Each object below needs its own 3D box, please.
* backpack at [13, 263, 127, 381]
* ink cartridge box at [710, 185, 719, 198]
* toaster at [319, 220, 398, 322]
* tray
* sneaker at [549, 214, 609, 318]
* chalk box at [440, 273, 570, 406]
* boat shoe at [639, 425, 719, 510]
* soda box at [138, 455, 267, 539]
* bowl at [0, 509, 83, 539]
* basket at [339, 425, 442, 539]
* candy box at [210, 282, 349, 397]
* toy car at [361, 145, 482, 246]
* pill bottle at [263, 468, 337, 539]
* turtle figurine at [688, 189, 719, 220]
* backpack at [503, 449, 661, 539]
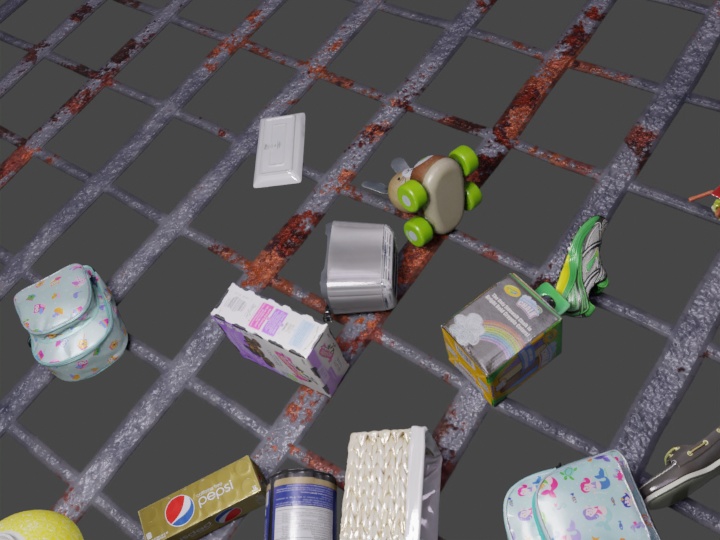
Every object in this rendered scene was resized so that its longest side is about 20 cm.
[{"bbox_3d":[-0.543,0.100,1.452,0.176,0.153,0.200,-28,62,-12],"label":"backpack"},{"bbox_3d":[0.711,-0.121,1.286,0.200,0.045,0.176,34,38,24],"label":"ink cartridge box"},{"bbox_3d":[0.000,0.000,1.405,0.129,0.114,0.200,-2,56,10],"label":"toaster"},{"bbox_3d":[-0.177,-0.268,1.673,0.107,0.022,0.200,-7,57,11],"label":"tray"},{"bbox_3d":[0.395,-0.005,1.343,0.085,0.078,0.200,18,73,16],"label":"sneaker"},{"bbox_3d":[0.252,0.101,1.274,0.200,0.124,0.124,-35,56,-10],"label":"chalk box"},{"bbox_3d":[0.488,0.284,1.133,0.201,0.072,0.061,-24,51,-10],"label":"boat shoe"},{"bbox_3d":[-0.250,0.381,1.250,0.200,0.064,0.068,-26,56,-4],"label":"soda box"},{"bbox_3d":[-0.559,0.474,1.239,0.200,0.108,0.200,-7,56,10],"label":"bowl"},{"bbox_3d":[0.048,0.348,1.159,0.123,0.136,0.200,-3,58,16],"label":"basket"},{"bbox_3d":[-0.134,0.121,1.325,0.200,0.168,0.072,21,65,25],"label":"candy box"},{"bbox_3d":[0.102,-0.166,1.475,0.164,0.158,0.200,-35,44,-24],"label":"toy car"},{"bbox_3d":[-0.091,0.411,1.163,0.112,0.112,0.200,-7,57,9],"label":"pill bottle"},{"bbox_3d":[0.672,-0.077,1.313,0.200,0.064,0.161,6,35,-2],"label":"turtle figurine"},{"bbox_3d":[0.304,0.359,1.086,0.200,0.151,0.178,-19,57,7],"label":"backpack"}]
